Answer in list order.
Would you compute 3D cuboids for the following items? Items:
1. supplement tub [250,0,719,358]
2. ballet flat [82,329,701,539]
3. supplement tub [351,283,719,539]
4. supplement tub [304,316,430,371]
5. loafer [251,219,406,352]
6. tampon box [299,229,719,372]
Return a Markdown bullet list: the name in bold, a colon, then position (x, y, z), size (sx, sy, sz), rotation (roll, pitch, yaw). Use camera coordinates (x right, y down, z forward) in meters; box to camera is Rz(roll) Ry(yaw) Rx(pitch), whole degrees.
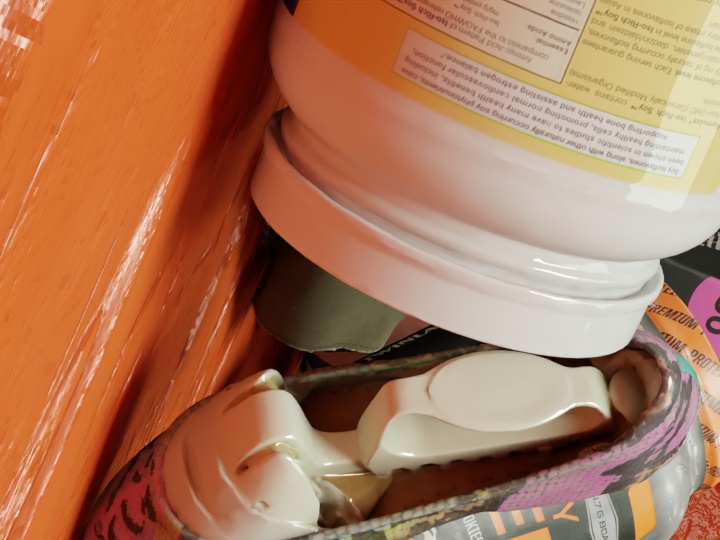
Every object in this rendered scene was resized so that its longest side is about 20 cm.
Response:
- **supplement tub**: position (0.059, -0.092, 0.611), size (0.145, 0.145, 0.200), rotation (-52, 165, -70)
- **ballet flat**: position (0.004, 0.052, 0.660), size (0.071, 0.199, 0.069), rotation (67, 10, -66)
- **supplement tub**: position (0.043, 0.081, 0.865), size (0.200, 0.123, 0.123), rotation (-26, 162, -14)
- **supplement tub**: position (0.051, 0.092, 1.026), size (0.145, 0.144, 0.201), rotation (-56, 144, -62)
- **loafer**: position (0.000, 0.000, 0.805), size (0.200, 0.075, 0.070), rotation (68, 41, -83)
- **tampon box**: position (0.095, 0.010, 1.131), size (0.126, 0.199, 0.150), rotation (-57, 169, -61)
